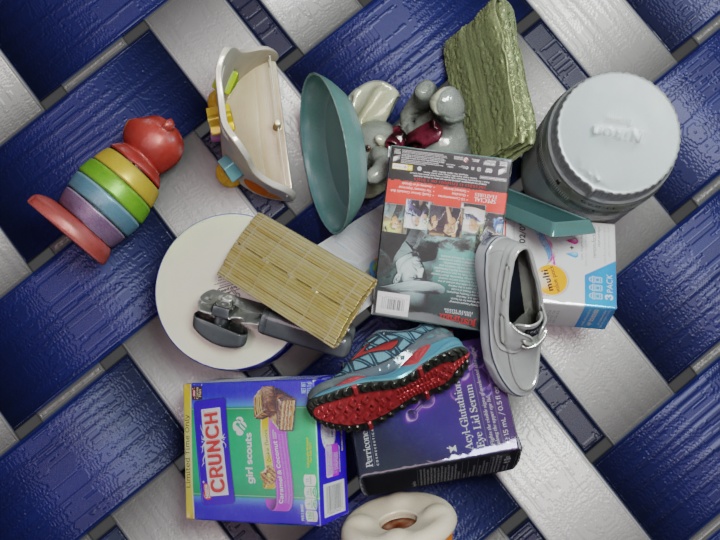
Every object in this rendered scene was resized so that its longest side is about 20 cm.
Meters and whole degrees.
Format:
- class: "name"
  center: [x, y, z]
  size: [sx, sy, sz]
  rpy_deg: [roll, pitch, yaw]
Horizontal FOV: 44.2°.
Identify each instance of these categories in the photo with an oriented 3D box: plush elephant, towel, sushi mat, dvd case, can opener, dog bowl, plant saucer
- class: "plush elephant"
  center: [0.056, -0.155, 1.117]
  size: [0.153, 0.201, 0.166]
  rpy_deg: [-19, 120, 2]
- class: "towel"
  center: [0.165, -0.230, 1.141]
  size: [0.036, 0.148, 0.203]
  rpy_deg: [-7, 81, -26]
- class: "sushi mat"
  center: [-0.079, 0.008, 1.061]
  size: [0.199, 0.012, 0.096]
  rpy_deg: [30, 81, 30]
- class: "dvd case"
  center: [0.094, -0.037, 1.036]
  size: [0.144, 0.022, 0.203]
  rpy_deg: [7, 97, 10]
- class: "can opener"
  center: [-0.108, 0.074, 1.090]
  size: [0.198, 0.053, 0.068]
  rpy_deg: [17, 117, 2]
- class: "dog bowl"
  center: [-0.162, 0.029, 1.151]
  size: [0.197, 0.079, 0.203]
  rpy_deg: [0, 85, 1]
- class: "plant saucer"
  center: [0.200, -0.078, 1.096]
  size: [0.069, 0.200, 0.019]
  rpy_deg: [-6, 112, -28]
- class: "plant saucer"
  center: [-0.032, -0.148, 1.113]
  size: [0.036, 0.200, 0.203]
  rpy_deg: [-11, 84, -16]

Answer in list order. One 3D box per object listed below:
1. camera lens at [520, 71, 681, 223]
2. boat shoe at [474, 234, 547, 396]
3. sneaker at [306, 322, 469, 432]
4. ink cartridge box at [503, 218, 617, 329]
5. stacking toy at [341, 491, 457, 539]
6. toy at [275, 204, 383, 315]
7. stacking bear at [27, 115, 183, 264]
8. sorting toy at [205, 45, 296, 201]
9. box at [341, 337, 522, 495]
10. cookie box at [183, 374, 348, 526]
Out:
- class: "camera lens"
  center: [0.290, -0.141, 1.094]
  size: [0.158, 0.200, 0.162]
  rpy_deg: [0, 81, 0]
- class: "boat shoe"
  center: [0.177, 0.060, 1.005]
  size: [0.073, 0.065, 0.202]
  rpy_deg: [-28, 114, -25]
- class: "sneaker"
  center: [0.024, 0.119, 1.044]
  size: [0.198, 0.080, 0.096]
  rpy_deg: [-19, 40, -14]
- class: "ink cartridge box"
  center: [0.209, 0.000, 1.093]
  size: [0.197, 0.068, 0.116]
  rpy_deg: [4, 64, 3]
- class: "stacking toy"
  center: [0.061, 0.392, 1.102]
  size: [0.144, 0.146, 0.203]
  rpy_deg: [-10, 100, 0]
- class: "toy"
  center: [0.000, 0.000, 1.128]
  size: [0.115, 0.048, 0.199]
  rpy_deg: [39, 49, 24]
- class: "stacking bear"
  center: [-0.312, -0.118, 1.158]
  size: [0.113, 0.122, 0.201]
  rpy_deg: [38, 79, 6]
- class: "sorting toy"
  center: [-0.151, -0.196, 1.121]
  size: [0.105, 0.180, 0.203]
  rpy_deg: [-8, 84, 0]
- class: "box"
  center: [0.084, 0.182, 1.099]
  size: [0.197, 0.105, 0.150]
  rpy_deg: [-11, 64, -1]
- class: "cookie box"
  center: [-0.120, 0.219, 1.097]
  size: [0.198, 0.075, 0.174]
  rpy_deg: [-6, 84, 28]
